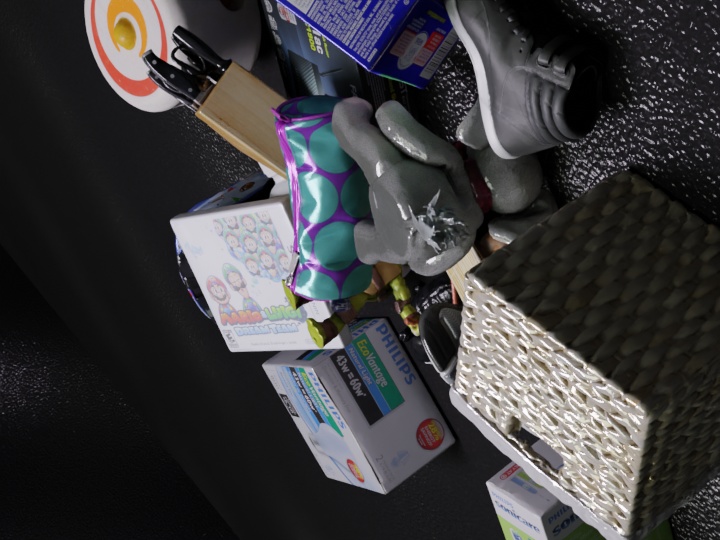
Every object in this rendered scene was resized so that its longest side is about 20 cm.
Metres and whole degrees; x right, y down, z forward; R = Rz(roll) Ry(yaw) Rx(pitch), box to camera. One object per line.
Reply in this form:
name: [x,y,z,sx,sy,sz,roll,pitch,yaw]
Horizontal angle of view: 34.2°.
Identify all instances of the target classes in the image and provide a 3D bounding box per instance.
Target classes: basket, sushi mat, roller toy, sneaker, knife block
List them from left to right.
roller toy: [-0.215,-0.278,1.305,0.182,0.140,0.201,22,123,37]
knife block: [-0.122,-0.166,1.177,0.200,0.064,0.176,34,178,34]
sushi mat: [0.080,-0.043,1.165,0.096,0.012,0.200,91,158,-51]
sneaker: [0.124,0.107,1.235,0.200,0.075,0.115,41,169,-13]
sneaker: [0.129,-0.184,0.895,0.099,0.071,0.201,2,117,46]
basket: [0.204,0.060,0.899,0.198,0.200,0.161,40,147,34]

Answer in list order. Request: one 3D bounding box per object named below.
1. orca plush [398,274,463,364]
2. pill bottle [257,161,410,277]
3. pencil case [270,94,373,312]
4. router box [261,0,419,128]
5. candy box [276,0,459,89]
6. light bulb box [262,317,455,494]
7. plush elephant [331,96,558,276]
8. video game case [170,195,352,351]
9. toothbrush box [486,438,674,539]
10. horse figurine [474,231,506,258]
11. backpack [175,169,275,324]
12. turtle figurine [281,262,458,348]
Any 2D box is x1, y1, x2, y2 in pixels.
orca plush: [0.081,0.066,1.311,0.105,0.071,0.200,55,158,2]
pill bottle: [-0.034,-0.064,1.316,0.200,0.112,0.112,59,158,-8]
pencil case: [-0.035,-0.067,1.124,0.085,0.092,0.201,35,134,54]
router box: [-0.025,-0.225,1.143,0.150,0.062,0.200,32,148,42]
candy box: [-0.027,-0.236,0.938,0.200,0.077,0.169,39,-167,11]
light bulb box: [-0.006,0.177,1.572,0.199,0.125,0.200,60,158,-9]
plush elephant: [0.086,-0.079,1.024,0.200,0.154,0.165,32,139,59]
video game case: [-0.116,0.010,1.341,0.200,0.024,0.183,-5,115,44]
toothbrush box: [0.229,0.260,1.178,0.086,0.145,0.201,26,144,52]
horse figurine: [0.140,0.006,1.126,0.200,0.050,0.133,124,124,-75]
backpack: [-0.137,-0.029,1.475,0.201,0.190,0.154,65,172,-21]
turtle figurine: [0.000,0.000,1.237,0.200,0.161,0.064,60,167,4]
